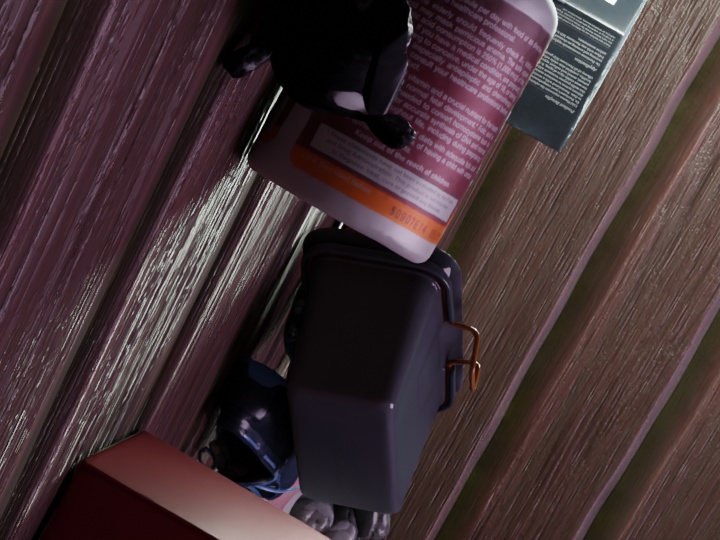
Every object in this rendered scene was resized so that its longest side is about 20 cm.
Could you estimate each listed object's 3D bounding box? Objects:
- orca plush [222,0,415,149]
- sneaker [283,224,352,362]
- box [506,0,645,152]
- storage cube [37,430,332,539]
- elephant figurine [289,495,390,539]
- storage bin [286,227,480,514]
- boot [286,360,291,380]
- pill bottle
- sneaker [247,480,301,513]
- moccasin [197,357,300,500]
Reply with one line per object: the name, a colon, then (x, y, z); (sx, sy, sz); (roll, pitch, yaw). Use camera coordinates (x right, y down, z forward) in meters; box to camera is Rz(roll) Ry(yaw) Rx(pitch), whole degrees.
orca plush: (-0.022, -0.088, 0.884); (0.071, 0.106, 0.200); (-22, -161, -6)
sneaker: (0.000, 0.000, 1.696); (0.201, 0.071, 0.098); (-61, 174, -10)
box: (0.277, -0.299, 2.655); (0.197, 0.123, 0.200); (-61, 176, 35)
storage cube: (-0.105, 0.214, 1.153); (0.172, 0.179, 0.200); (-61, 175, 4)
elephant figurine: (-0.054, 0.192, 1.992); (0.154, 0.142, 0.200); (-20, -163, -20)
storage bin: (0.013, 0.088, 1.531); (0.201, 0.144, 0.135); (85, 18, -53)
boot: (-0.025, 0.063, 1.816); (0.132, 0.069, 0.201); (-68, 175, -81)
pill bottle: (0.034, -0.116, 1.071); (0.201, 0.114, 0.114); (-60, 176, 2)
sneaker: (-0.099, 0.188, 1.843); (0.104, 0.076, 0.200); (1, 154, -42)
moccasin: (-0.093, 0.135, 1.574); (0.068, 0.080, 0.200); (-54, 159, -24)
